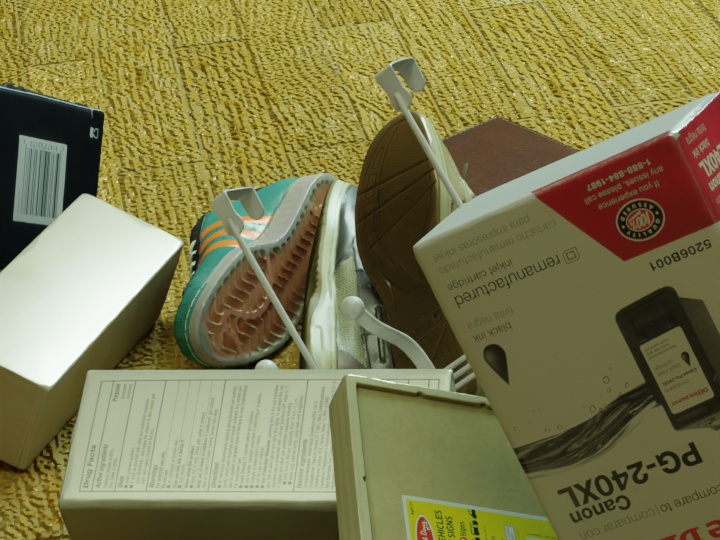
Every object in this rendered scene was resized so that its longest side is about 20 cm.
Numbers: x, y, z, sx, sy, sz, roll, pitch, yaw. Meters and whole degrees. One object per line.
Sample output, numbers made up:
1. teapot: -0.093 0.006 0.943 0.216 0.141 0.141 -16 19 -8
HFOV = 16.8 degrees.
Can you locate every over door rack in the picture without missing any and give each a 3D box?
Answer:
1. over door rack: 0.000 0.000 1.354 0.148 0.200 0.067 -36 -24 26

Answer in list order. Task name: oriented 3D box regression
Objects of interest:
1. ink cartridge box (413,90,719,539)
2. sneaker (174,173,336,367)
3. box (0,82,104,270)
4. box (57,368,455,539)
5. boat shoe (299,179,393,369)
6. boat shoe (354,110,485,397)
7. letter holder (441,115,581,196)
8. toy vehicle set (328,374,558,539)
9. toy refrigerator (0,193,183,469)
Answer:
1. ink cartridge box: 0.139 0.041 1.129 0.145 0.200 0.083 -24 7 28
2. sneaker: -0.079 0.004 1.555 0.080 0.071 0.200 -8 24 29
3. box: -0.297 -0.062 1.581 0.200 0.118 0.197 4 -1 17
4. box: -0.049 0.109 1.279 0.200 0.078 0.095 0 50 10
5. boat shoe: -0.001 0.022 1.488 0.066 0.072 0.201 8 38 -3
6. boat shoe: 0.047 0.000 1.441 0.063 0.200 0.073 16 -35 -41
7. letter holder: 0.095 -0.003 1.492 0.142 0.101 0.200 -22 31 -28
8. toy vehicle set: 0.053 0.140 1.160 0.124 0.027 0.200 11 43 -17
9. toy refrigerator: -0.186 0.035 1.481 0.076 0.070 0.200 26 32 7
